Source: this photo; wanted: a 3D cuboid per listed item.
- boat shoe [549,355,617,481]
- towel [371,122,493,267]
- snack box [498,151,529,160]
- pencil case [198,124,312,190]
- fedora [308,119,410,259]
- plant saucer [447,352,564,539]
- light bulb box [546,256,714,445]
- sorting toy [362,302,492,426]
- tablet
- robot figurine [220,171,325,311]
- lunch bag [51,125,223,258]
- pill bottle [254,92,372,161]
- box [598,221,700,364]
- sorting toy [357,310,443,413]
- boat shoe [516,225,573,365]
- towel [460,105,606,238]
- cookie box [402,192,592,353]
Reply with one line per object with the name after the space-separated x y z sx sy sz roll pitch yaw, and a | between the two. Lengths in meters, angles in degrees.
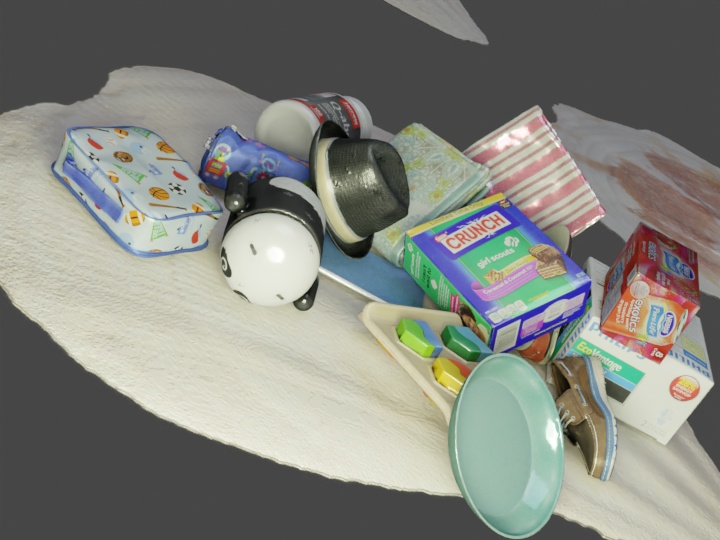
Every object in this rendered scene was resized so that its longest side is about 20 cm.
0.279 0.189 1.551 0.072 0.073 0.200 5 36 -4 | boat shoe
0.071 -0.114 1.759 0.171 0.200 0.048 39 -18 36 | towel
0.257 -0.104 1.911 0.053 0.201 0.142 2 19 17 | snack box
-0.123 -0.132 1.661 0.199 0.087 0.078 21 13 -10 | pencil case
0.009 -0.112 1.617 0.091 0.202 0.201 -9 14 23 | fedora
0.154 0.193 1.332 0.199 0.036 0.201 15 69 -45 | plant saucer
0.377 0.111 1.722 0.198 0.125 0.200 29 26 -4 | light bulb box
0.116 0.111 1.437 0.185 0.037 0.200 10 33 -46 | sorting toy
0.000 0.000 1.652 0.199 0.014 0.130 29 25 -5 | tablet
-0.107 -0.038 1.481 0.149 0.125 0.200 18 26 -8 | robot figurine
-0.276 -0.100 1.470 0.200 0.076 0.160 42 30 23 | lunch bag
-0.066 -0.211 1.849 0.116 0.116 0.200 37 26 14 | pill bottle
0.388 0.026 1.625 0.095 0.100 0.200 29 25 1 | box
0.106 0.119 1.527 0.199 0.037 0.185 5 35 -50 | sorting toy
0.263 0.033 1.706 0.062 0.071 0.201 33 65 -32 | boat shoe
0.251 -0.128 1.792 0.201 0.146 0.030 60 9 12 | towel
0.179 0.004 1.624 0.171 0.075 0.200 -23 51 -25 | cookie box
